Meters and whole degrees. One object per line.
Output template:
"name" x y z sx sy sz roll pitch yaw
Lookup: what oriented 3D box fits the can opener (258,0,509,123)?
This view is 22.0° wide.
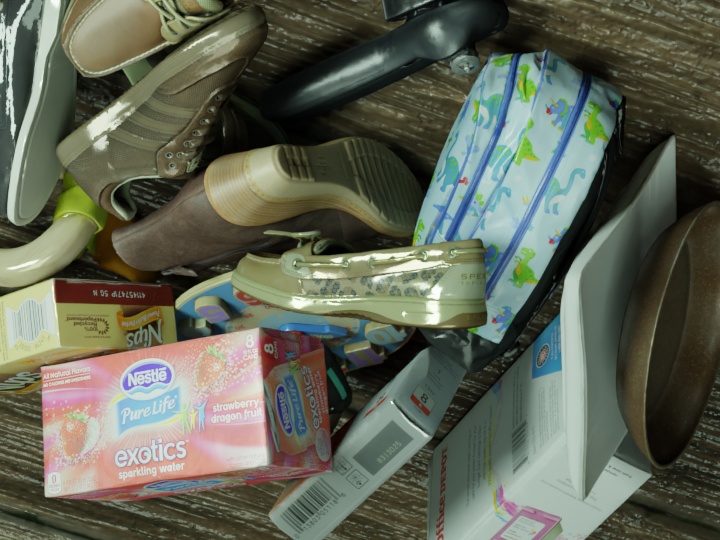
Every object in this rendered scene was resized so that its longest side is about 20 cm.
"can opener" 0.016 -0.152 1.315 0.199 0.079 0.063 -28 161 29

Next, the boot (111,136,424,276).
"boot" -0.064 -0.040 1.368 0.166 0.073 0.199 -25 157 35

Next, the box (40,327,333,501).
"box" -0.129 0.108 1.361 0.199 0.104 0.094 -10 167 28

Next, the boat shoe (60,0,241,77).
"boat shoe" -0.117 -0.198 1.241 0.199 0.074 0.076 -36 117 11

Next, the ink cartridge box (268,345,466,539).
"ink cartridge box" 0.021 0.105 1.434 0.050 0.200 0.162 39 124 -7

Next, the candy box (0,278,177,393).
"candy box" -0.248 0.054 1.428 0.199 0.056 0.115 -16 166 42

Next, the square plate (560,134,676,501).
"square plate" 0.187 0.031 1.350 0.028 0.200 0.199 11 128 25

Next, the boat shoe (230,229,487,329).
"boat shoe" 0.000 0.000 1.283 0.199 0.073 0.063 7 97 28

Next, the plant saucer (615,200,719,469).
"plant saucer" 0.230 0.045 1.370 0.036 0.201 0.202 13 133 24

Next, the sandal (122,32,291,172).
"sandal" -0.120 -0.109 1.351 0.079 0.058 0.201 -24 129 23

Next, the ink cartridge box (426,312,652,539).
"ink cartridge box" 0.139 0.155 1.487 0.084 0.145 0.200 28 126 -18

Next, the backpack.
"backpack" 0.111 -0.057 1.312 0.154 0.163 0.200 40 123 -5

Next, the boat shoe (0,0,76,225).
"boat shoe" -0.238 -0.134 1.306 0.060 0.074 0.202 16 108 13

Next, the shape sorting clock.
"shape sorting clock" -0.053 0.045 1.449 0.198 0.040 0.200 -5 157 -2

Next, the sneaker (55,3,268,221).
"sneaker" -0.123 -0.108 1.282 0.199 0.070 0.076 -32 100 34

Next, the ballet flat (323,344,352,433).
"ballet flat" -0.060 0.117 1.466 0.068 0.068 0.200 46 153 -1

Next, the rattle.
"rattle" -0.271 -0.013 1.414 0.199 0.131 0.143 -31 161 3
